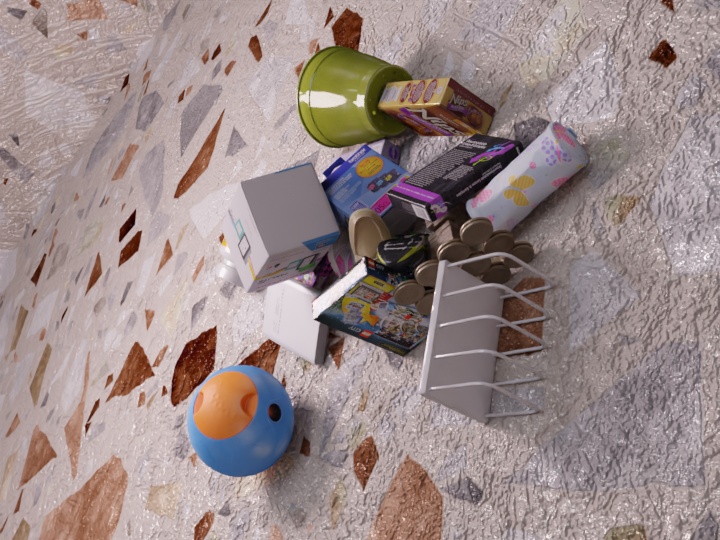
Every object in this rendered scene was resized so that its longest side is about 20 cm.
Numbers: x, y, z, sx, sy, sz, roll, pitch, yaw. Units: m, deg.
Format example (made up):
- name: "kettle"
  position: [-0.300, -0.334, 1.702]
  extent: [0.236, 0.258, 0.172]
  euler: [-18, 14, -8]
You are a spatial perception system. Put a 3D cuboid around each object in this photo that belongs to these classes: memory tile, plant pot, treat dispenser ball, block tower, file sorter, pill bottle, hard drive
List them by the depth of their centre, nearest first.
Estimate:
- name: "file sorter"
  position: [0.185, 0.095, 1.358]
  extent: [0.123, 0.138, 0.203]
  euler: [-14, 58, 47]
- name: "memory tile"
  position: [0.155, 0.004, 1.447]
  extent: [0.200, 0.152, 0.017]
  euler: [-43, 43, 28]
- name: "block tower"
  position: [0.147, -0.068, 1.600]
  extent: [0.058, 0.053, 0.203]
  euler: [-40, 40, 35]
- name: "treat dispenser ball"
  position: [-0.220, 0.278, 1.771]
  extent: [0.200, 0.199, 0.204]
  euler: [-34, 43, 39]
- name: "plant pot"
  position: [0.006, -0.334, 1.861]
  extent: [0.192, 0.199, 0.203]
  euler: [16, 82, 53]
- name: "hard drive"
  position: [-0.126, 0.089, 1.866]
  extent: [0.199, 0.026, 0.135]
  euler: [21, 106, 51]
- name: "pill bottle"
  position: [-0.244, -0.066, 2.120]
  extent: [0.112, 0.112, 0.203]
  euler: [23, 88, 58]

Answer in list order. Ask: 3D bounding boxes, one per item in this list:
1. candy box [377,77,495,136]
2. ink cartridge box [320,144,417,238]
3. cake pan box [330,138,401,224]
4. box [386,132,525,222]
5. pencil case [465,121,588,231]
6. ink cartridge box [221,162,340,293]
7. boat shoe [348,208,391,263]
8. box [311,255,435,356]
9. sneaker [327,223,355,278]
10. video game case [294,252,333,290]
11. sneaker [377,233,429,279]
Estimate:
- name: "candy box"
  position: [0.132, -0.290, 1.712]
  extent: [0.199, 0.116, 0.057]
  euler: [10, 75, 58]
- name: "ink cartridge box"
  position: [0.012, -0.138, 1.734]
  extent: [0.136, 0.077, 0.199]
  euler: [-42, 47, -13]
- name: "cake pan box"
  position: [-0.010, -0.151, 1.892]
  extent: [0.183, 0.052, 0.203]
  euler: [-12, 60, 50]
- name: "box"
  position: [0.156, -0.155, 1.560]
  extent: [0.199, 0.036, 0.143]
  euler: [-35, 24, -13]
- name: "pencil case"
  position: [0.253, -0.134, 1.462]
  extent: [0.200, 0.083, 0.091]
  euler: [-44, -4, 31]
- name: "ink cartridge box"
  position: [-0.150, -0.075, 1.751]
  extent: [0.148, 0.145, 0.200]
  euler: [67, 156, 12]
- name: "boat shoe"
  position: [0.026, -0.005, 1.624]
  extent: [0.071, 0.203, 0.065]
  euler: [-11, 22, 4]
- name: "box"
  position: [0.039, 0.061, 1.533]
  extent: [0.136, 0.198, 0.038]
  euler: [-39, 42, 33]
- name: "sneaker"
  position: [0.000, 0.000, 1.745]
  extent: [0.087, 0.081, 0.204]
  euler: [-23, 67, 37]
- name: "video game case"
  position: [-0.115, -0.037, 1.909]
  extent: [0.201, 0.035, 0.182]
  euler: [-58, 46, 32]
- name: "sneaker"
  position: [0.079, -0.014, 1.580]
  extent: [0.073, 0.200, 0.083]
  euler: [-4, 96, 18]
